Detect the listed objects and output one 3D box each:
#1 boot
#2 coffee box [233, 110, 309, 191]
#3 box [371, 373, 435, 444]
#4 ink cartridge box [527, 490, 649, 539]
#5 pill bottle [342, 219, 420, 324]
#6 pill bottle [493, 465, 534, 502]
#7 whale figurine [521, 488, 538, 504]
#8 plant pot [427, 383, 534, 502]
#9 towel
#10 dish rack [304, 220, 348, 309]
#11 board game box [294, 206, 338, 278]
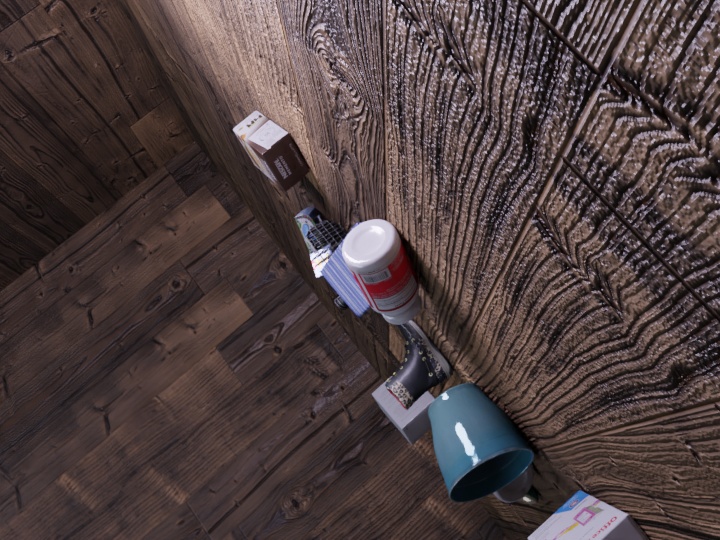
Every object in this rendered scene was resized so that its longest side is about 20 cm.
[{"bbox_3d":[0.108,0.218,1.677,0.204,0.153,0.074,48,171,21],"label":"boot"},{"bbox_3d":[-0.211,-0.282,1.623,0.200,0.079,0.115,41,167,52],"label":"coffee box"},{"bbox_3d":[0.159,0.455,2.345,0.200,0.151,0.107,43,167,48],"label":"box"},{"bbox_3d":[0.403,0.486,1.227,0.085,0.143,0.200,52,171,0],"label":"ink cartridge box"},{"bbox_3d":[0.048,0.010,1.318,0.112,0.112,0.202,43,167,44],"label":"pill bottle"},{"bbox_3d":[0.314,0.451,1.652,0.114,0.113,0.200,55,170,-23],"label":"pill bottle"},{"bbox_3d":[0.372,0.528,1.792,0.196,0.106,0.159,26,167,8],"label":"whale figurine"},{"bbox_3d":[0.240,0.356,1.483,0.190,0.196,0.201,64,180,38],"label":"plant pot"},{"bbox_3d":[0.000,0.000,1.509,0.145,0.024,0.200,49,138,6],"label":"towel"},{"bbox_3d":[-0.052,-0.022,1.650,0.201,0.054,0.153,52,-145,4],"label":"dish rack"},{"bbox_3d":[-0.096,-0.061,1.767,0.200,0.060,0.204,-79,-34,-77],"label":"board game box"}]
